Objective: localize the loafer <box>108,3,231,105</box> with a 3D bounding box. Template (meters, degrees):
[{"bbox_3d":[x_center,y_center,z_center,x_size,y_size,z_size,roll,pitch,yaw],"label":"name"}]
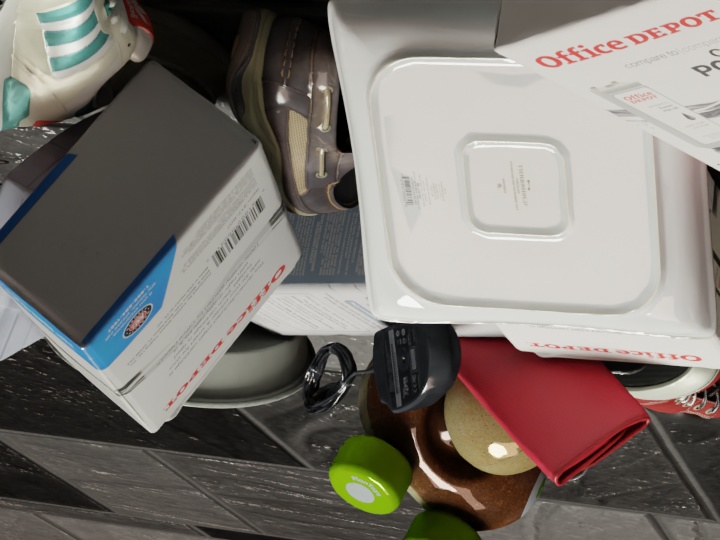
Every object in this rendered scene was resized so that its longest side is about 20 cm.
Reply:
[{"bbox_3d":[-0.168,-0.116,1.265,0.199,0.069,0.076,11,163,3],"label":"loafer"}]

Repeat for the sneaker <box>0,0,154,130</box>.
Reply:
[{"bbox_3d":[-0.150,-0.146,1.148,0.093,0.071,0.200,-6,147,-22],"label":"sneaker"}]

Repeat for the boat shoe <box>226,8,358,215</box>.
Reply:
[{"bbox_3d":[-0.018,-0.080,1.270,0.073,0.075,0.200,7,163,16],"label":"boat shoe"}]

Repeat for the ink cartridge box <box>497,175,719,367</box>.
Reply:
[{"bbox_3d":[0.138,-0.016,1.322,0.145,0.085,0.200,4,162,23],"label":"ink cartridge box"}]

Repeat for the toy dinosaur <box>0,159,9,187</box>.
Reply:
[{"bbox_3d":[-0.265,-0.052,1.340,0.199,0.183,0.105,4,162,26],"label":"toy dinosaur"}]

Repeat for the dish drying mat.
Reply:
[{"bbox_3d":[0.104,0.059,1.445,0.200,0.077,0.018,49,173,46],"label":"dish drying mat"}]

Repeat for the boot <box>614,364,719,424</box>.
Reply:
[{"bbox_3d":[0.232,0.071,1.591,0.144,0.073,0.200,19,169,-24],"label":"boot"}]

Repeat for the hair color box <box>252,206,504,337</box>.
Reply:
[{"bbox_3d":[0.000,0.000,1.466,0.199,0.061,0.099,0,160,35],"label":"hair color box"}]

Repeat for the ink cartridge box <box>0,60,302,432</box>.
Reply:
[{"bbox_3d":[-0.117,-0.008,1.257,0.084,0.146,0.200,37,169,14],"label":"ink cartridge box"}]

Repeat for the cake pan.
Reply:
[{"bbox_3d":[-0.126,0.035,1.590,0.199,0.037,0.200,10,-157,-4],"label":"cake pan"}]

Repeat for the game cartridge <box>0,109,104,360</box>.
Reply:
[{"bbox_3d":[-0.164,-0.031,1.324,0.041,0.134,0.200,26,-156,13],"label":"game cartridge"}]

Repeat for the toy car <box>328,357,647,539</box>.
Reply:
[{"bbox_3d":[0.107,0.105,1.510,0.199,0.165,0.158,-12,129,48],"label":"toy car"}]

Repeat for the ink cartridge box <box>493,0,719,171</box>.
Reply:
[{"bbox_3d":[0.180,-0.112,1.019,0.199,0.083,0.146,23,160,-32],"label":"ink cartridge box"}]

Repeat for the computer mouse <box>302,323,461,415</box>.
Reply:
[{"bbox_3d":[0.015,0.068,1.483,0.034,0.059,0.200,-2,173,-28],"label":"computer mouse"}]

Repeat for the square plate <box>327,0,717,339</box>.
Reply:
[{"bbox_3d":[0.084,-0.048,1.174,0.197,0.028,0.201,3,122,18],"label":"square plate"}]
